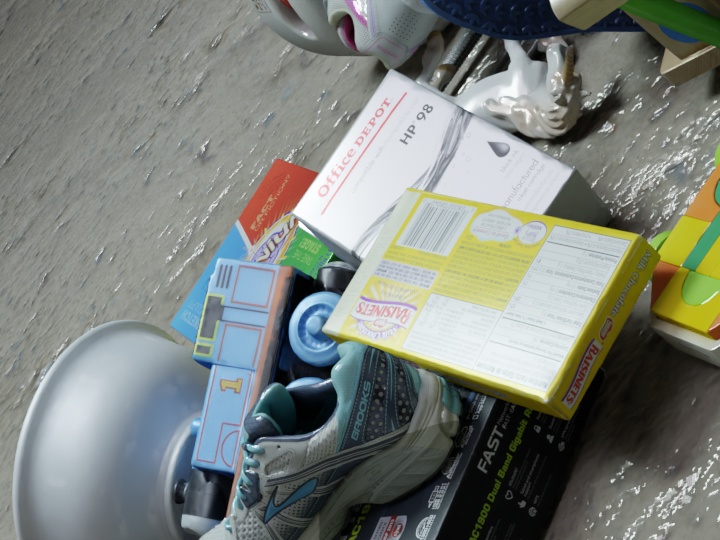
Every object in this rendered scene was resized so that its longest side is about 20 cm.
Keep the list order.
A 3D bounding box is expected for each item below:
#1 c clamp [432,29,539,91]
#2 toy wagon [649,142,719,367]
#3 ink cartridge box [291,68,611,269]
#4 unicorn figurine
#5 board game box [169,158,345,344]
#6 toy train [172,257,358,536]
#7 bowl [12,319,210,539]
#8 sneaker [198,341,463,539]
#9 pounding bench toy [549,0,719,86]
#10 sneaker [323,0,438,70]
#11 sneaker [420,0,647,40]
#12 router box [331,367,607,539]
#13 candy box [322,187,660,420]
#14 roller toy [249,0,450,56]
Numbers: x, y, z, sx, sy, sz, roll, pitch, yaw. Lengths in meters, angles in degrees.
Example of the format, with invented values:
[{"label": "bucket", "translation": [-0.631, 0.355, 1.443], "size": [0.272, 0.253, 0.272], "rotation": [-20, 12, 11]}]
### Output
[{"label": "c clamp", "translation": [0.075, -0.150, 1.429], "size": [0.200, 0.027, 0.171], "rotation": [-53, 24, 0]}, {"label": "toy wagon", "translation": [0.226, -0.041, 0.974], "size": [0.201, 0.039, 0.155], "rotation": [-55, 23, -4]}, {"label": "ink cartridge box", "translation": [0.040, -0.043, 1.180], "size": [0.200, 0.067, 0.116], "rotation": [32, 86, 36]}, {"label": "unicorn figurine", "translation": [0.096, -0.124, 1.305], "size": [0.200, 0.074, 0.138], "rotation": [-39, 35, 35]}, {"label": "board game box", "translation": [-0.053, 0.005, 1.338], "size": [0.154, 0.040, 0.200], "rotation": [-58, 23, -4]}, {"label": "toy train", "translation": [-0.052, 0.089, 1.185], "size": [0.113, 0.087, 0.202], "rotation": [7, 79, 25]}, {"label": "bowl", "translation": [-0.130, 0.137, 1.259], "size": [0.090, 0.201, 0.202], "rotation": [5, 57, 32]}, {"label": "sneaker", "translation": [-0.038, 0.104, 1.052], "size": [0.200, 0.086, 0.078], "rotation": [-42, 24, 28]}, {"label": "pounding bench toy", "translation": [0.189, -0.180, 1.090], "size": [0.124, 0.156, 0.201], "rotation": [-25, 36, 46]}, {"label": "sneaker", "translation": [0.008, -0.207, 1.387], "size": [0.089, 0.081, 0.200], "rotation": [-57, 19, 14]}, {"label": "sneaker", "translation": [0.115, -0.185, 1.216], "size": [0.078, 0.199, 0.071], "rotation": [-141, 57, -65]}, {"label": "router box", "translation": [0.038, 0.129, 1.064], "size": [0.150, 0.062, 0.201], "rotation": [-16, 44, 57]}, {"label": "candy box", "translation": [0.066, 0.013, 1.042], "size": [0.199, 0.026, 0.103], "rotation": [16, 73, 52]}, {"label": "roller toy", "translation": [-0.008, -0.268, 1.548], "size": [0.140, 0.199, 0.184], "rotation": [15, 90, 66]}]
